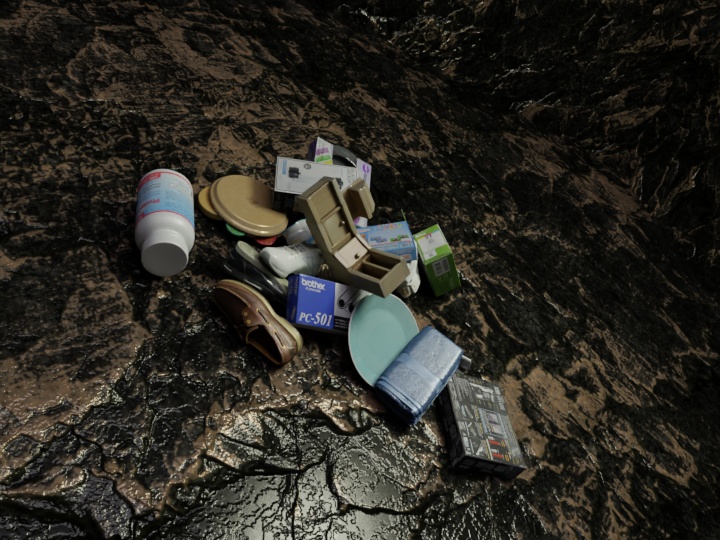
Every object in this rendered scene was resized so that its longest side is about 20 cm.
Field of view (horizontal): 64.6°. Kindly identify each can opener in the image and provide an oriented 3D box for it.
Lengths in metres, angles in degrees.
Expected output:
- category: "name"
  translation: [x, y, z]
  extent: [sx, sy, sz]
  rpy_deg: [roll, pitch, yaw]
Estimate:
- category: "can opener"
  translation: [0.158, 0.180, 1.253]
  extent: [0.197, 0.053, 0.067]
  rpy_deg: [31, 36, -6]

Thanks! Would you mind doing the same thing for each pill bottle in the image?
- category: "pill bottle"
  translation: [-0.369, -0.091, 1.075]
  extent: [0.106, 0.110, 0.203]
  rpy_deg: [12, 39, -29]

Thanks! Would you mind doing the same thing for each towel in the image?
- category: "towel"
  translation: [0.118, 0.205, 1.143]
  extent: [0.111, 0.049, 0.199]
  rpy_deg: [37, 52, 14]

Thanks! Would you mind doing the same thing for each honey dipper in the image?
- category: "honey dipper"
  translation: [0.000, 0.000, 1.238]
  extent: [0.194, 0.039, 0.038]
  rpy_deg: [-4, 27, 22]

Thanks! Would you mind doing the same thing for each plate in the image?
- category: "plate"
  translation: [0.047, 0.146, 1.168]
  extent: [0.196, 0.025, 0.206]
  rpy_deg: [13, 68, -35]

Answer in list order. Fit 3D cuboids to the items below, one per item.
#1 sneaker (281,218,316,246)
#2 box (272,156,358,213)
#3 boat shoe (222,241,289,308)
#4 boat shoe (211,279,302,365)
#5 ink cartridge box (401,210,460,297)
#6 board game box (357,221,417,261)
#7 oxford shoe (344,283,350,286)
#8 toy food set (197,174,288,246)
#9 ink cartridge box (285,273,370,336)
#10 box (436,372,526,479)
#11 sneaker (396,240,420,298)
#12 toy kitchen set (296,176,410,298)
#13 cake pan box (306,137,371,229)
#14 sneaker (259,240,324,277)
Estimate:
- category: "sneaker"
  translation: [-0.109, -0.080, 1.330]
  extent: [0.082, 0.075, 0.199]
  rpy_deg: [62, 32, -1]
- category: "box"
  translation: [-0.103, -0.191, 1.319]
  extent: [0.194, 0.061, 0.119]
  rpy_deg: [7, 50, -10]
- category: "boat shoe"
  translation: [-0.186, 0.031, 1.136]
  extent: [0.199, 0.068, 0.072]
  rpy_deg: [42, 8, -14]
- category: "boat shoe"
  translation: [-0.195, 0.094, 1.036]
  extent: [0.199, 0.072, 0.068]
  rpy_deg: [40, 32, 2]
- category: "ink cartridge box"
  translation: [0.179, -0.060, 1.470]
  extent: [0.149, 0.074, 0.203]
  rpy_deg: [64, 5, -50]
- category: "board game box"
  translation: [0.050, -0.064, 1.351]
  extent: [0.147, 0.038, 0.201]
  rpy_deg: [-8, 22, 2]
- category: "oxford shoe"
  translation: [-0.011, 0.039, 1.285]
  extent: [0.070, 0.073, 0.199]
  rpy_deg: [13, 29, 25]
- category: "toy food set"
  translation: [-0.252, -0.139, 1.287]
  extent: [0.197, 0.049, 0.200]
  rpy_deg: [39, 34, 5]
- category: "ink cartridge box"
  translation: [-0.057, 0.075, 1.143]
  extent: [0.196, 0.044, 0.097]
  rpy_deg: [15, 71, -39]
- category: "box"
  translation: [0.240, 0.312, 1.167]
  extent: [0.154, 0.050, 0.203]
  rpy_deg: [18, 38, -24]
- category: "sneaker"
  translation: [0.101, 0.018, 1.337]
  extent: [0.072, 0.119, 0.200]
  rpy_deg: [-2, 23, 23]
- category: "toy kitchen set"
  translation: [0.012, -0.093, 1.135]
  extent: [0.163, 0.203, 0.178]
  rpy_deg: [-41, 35, -24]
- category: "cake pan box"
  translation: [-0.058, -0.217, 1.455]
  extent: [0.181, 0.052, 0.205]
  rpy_deg: [24, 61, -34]
- category: "sneaker"
  translation: [-0.136, -0.030, 1.173]
  extent: [0.071, 0.080, 0.199]
  rpy_deg: [48, 13, 20]
